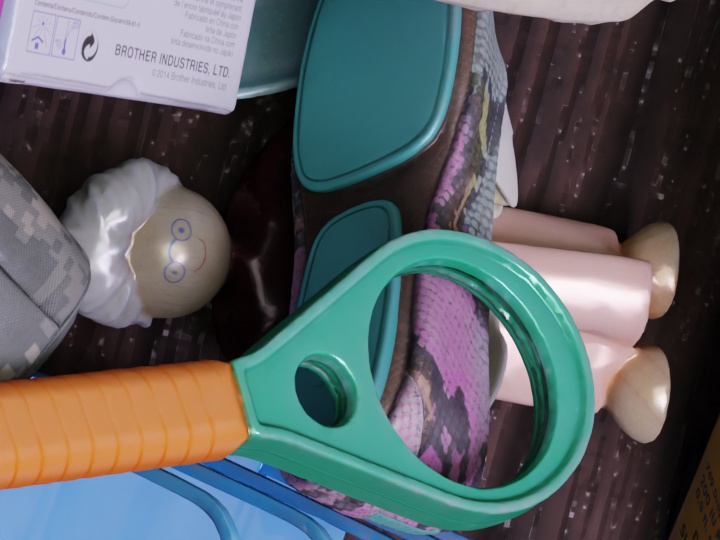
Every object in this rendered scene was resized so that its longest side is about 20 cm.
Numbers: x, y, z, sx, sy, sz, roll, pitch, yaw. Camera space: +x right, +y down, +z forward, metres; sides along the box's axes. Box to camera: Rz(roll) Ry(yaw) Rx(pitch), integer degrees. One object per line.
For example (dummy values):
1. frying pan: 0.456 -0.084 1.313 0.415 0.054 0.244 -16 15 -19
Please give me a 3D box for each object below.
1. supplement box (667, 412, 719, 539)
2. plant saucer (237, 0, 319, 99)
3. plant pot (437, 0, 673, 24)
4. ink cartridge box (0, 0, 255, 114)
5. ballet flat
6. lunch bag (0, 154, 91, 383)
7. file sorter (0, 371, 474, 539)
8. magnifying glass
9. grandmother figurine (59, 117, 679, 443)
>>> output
1. supplement box: 0.151 0.051 0.884 0.068 0.067 0.200 1 136 -16
2. plant saucer: -0.050 -0.153 0.876 0.199 0.036 0.201 -2 96 -15
3. plant pot: 0.048 -0.174 0.771 0.200 0.201 0.184 7 113 -16
4. ink cartridge box: -0.060 -0.148 0.800 0.042 0.119 0.201 15 95 28
5. ballet flat: 0.016 -0.013 0.836 0.071 0.069 0.201 37 47 -40
6. lunch bag: -0.189 0.002 0.699 0.200 0.139 0.168 -48 121 -10
7. file sorter: -0.042 0.121 0.817 0.200 0.122 0.139 21 90 -54
8. magnifying glass: -0.017 0.032 0.727 0.199 0.022 0.080 -6 74 -39
9. grandmother figurine: 0.000 0.000 0.896 0.199 0.061 0.122 7 74 -19
